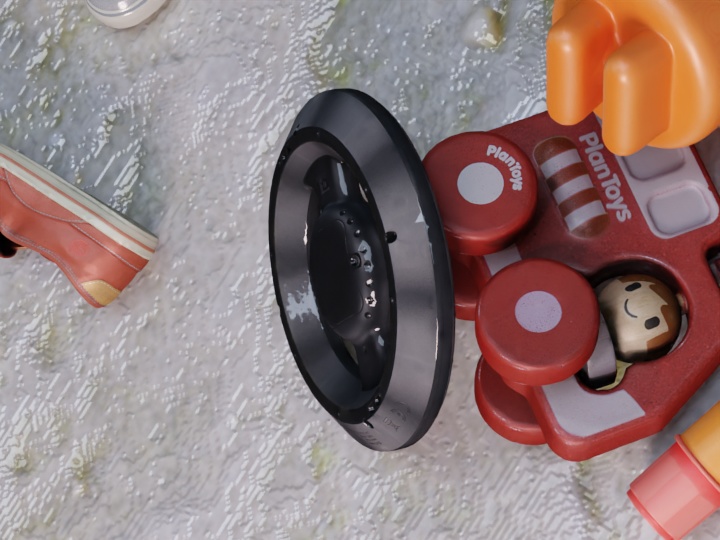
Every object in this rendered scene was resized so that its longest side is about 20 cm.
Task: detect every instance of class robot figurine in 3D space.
[{"bbox_3d":[0.184,-0.142,1.376,0.200,0.117,0.144,-40,16,-30],"label":"robot figurine"}]

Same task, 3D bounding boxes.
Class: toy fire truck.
[{"bbox_3d":[0.127,-0.005,1.392,0.167,0.112,0.200,-21,65,-7],"label":"toy fire truck"}]

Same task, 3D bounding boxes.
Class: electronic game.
[{"bbox_3d":[0.000,0.000,1.402,0.041,0.200,0.201,-9,64,-25],"label":"electronic game"}]

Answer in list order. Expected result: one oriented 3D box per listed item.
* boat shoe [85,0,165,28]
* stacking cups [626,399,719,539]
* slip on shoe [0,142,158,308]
[{"bbox_3d":[-0.130,-0.251,1.580,0.070,0.072,0.201,17,81,25],"label":"boat shoe"},{"bbox_3d":[0.227,0.066,1.356,0.200,0.060,0.061,-42,64,11],"label":"stacking cups"},{"bbox_3d":[-0.214,-0.041,1.552,0.200,0.074,0.061,30,89,22],"label":"slip on shoe"}]
